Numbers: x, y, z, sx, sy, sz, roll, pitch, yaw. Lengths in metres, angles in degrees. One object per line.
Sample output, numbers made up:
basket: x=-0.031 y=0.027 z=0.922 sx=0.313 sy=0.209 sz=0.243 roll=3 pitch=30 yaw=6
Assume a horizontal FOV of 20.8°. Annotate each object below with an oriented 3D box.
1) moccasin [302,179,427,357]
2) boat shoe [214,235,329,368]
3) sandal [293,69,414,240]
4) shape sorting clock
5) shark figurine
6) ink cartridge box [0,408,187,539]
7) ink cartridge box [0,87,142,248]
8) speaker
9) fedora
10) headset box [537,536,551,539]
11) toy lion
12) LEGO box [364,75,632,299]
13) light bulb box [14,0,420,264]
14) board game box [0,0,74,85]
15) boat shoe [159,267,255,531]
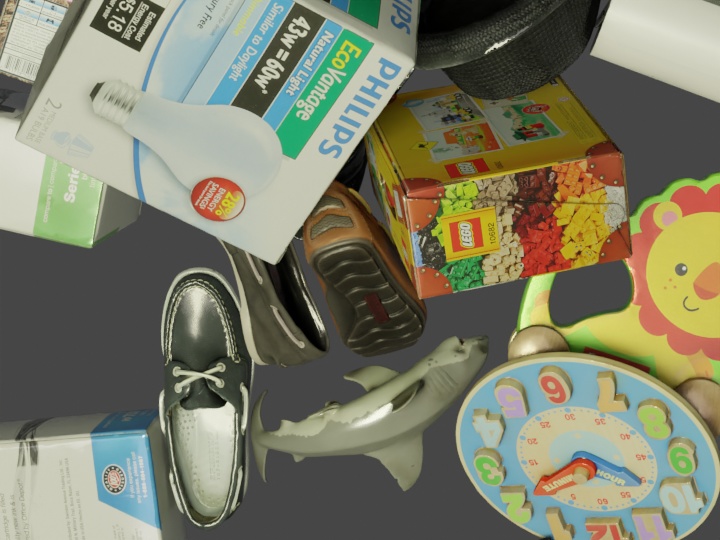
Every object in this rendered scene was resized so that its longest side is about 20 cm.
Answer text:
moccasin: x=-0.002 y=0.001 z=1.427 sx=0.073 sy=0.201 sz=0.078 roll=-19 pitch=58 yaw=12
boat shoe: x=-0.070 y=-0.020 z=1.466 sx=0.057 sy=0.067 sz=0.201 roll=-3 pitch=116 yaw=28
sandal: x=-0.016 y=-0.114 z=1.463 sx=0.075 sy=0.048 sz=0.201 roll=27 pitch=104 yaw=3
shape sorting clock: x=0.166 y=0.139 z=1.448 sx=0.199 sy=0.039 sz=0.201 roll=11 pitch=136 yaw=11
shark figurine: x=0.001 y=0.127 z=1.464 sx=0.214 sy=0.128 sz=0.090 roll=-22 pitch=106 yaw=17
ink cartridge box: x=-0.244 y=0.193 z=1.533 sx=0.199 sy=0.086 sz=0.147 roll=-5 pitch=100 yaw=9
ink cartridge box: x=-0.268 y=-0.086 z=1.451 sx=0.199 sy=0.146 sz=0.085 roll=13 pitch=101 yaw=4
speaker: x=0.267 y=-0.157 z=1.402 sx=0.199 sy=0.081 sz=0.082 roll=21 pitch=103 yaw=4
fedora: x=0.109 y=-0.191 z=1.391 sx=0.200 sy=0.201 sz=0.092 roll=-25 pitch=128 yaw=11
headset box: x=0.074 y=0.309 z=1.509 sx=0.199 sy=0.077 sz=0.149 roll=-17 pitch=109 yaw=11
toy lion: x=0.226 y=0.015 z=1.456 sx=0.199 sy=0.069 sz=0.193 roll=17 pitch=96 yaw=4
LEGO box: x=0.089 y=-0.066 z=1.362 sx=0.148 sy=0.200 sz=0.078 roll=-11 pitch=114 yaw=-4
light bulb box: x=-0.091 y=-0.143 z=1.297 sx=0.199 sy=0.125 sz=0.198 roll=25 pitch=126 yaw=-15
board game box: x=-0.156 y=-0.218 z=1.384 sx=0.159 sy=0.097 sz=0.200 roll=19 pitch=127 yaw=-11
boat shoe: x=-0.117 y=0.100 z=1.511 sx=0.075 sy=0.060 sz=0.201 roll=-7 pitch=101 yaw=6
